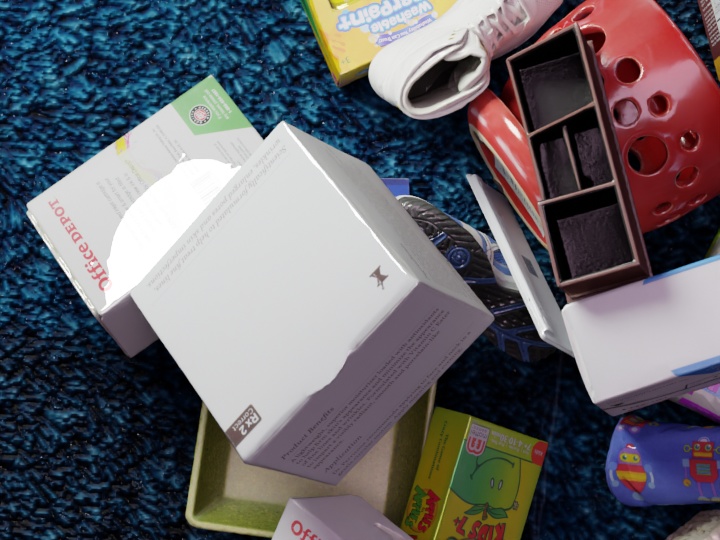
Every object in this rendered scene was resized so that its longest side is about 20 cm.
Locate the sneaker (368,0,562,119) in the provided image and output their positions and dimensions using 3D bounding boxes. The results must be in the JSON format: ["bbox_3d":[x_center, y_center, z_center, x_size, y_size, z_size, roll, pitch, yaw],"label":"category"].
[{"bbox_3d":[0.107,-0.194,1.590,0.200,0.116,0.074,-36,112,1],"label":"sneaker"}]

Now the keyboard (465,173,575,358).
[{"bbox_3d":[0.138,-0.005,1.613,0.011,0.056,0.200,-37,46,17],"label":"keyboard"}]

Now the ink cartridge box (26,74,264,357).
[{"bbox_3d":[-0.163,-0.046,1.617,0.200,0.088,0.145,-35,58,-6],"label":"ink cartridge box"}]

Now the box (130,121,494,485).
[{"bbox_3d":[-0.040,0.028,1.507,0.199,0.131,0.200,-47,57,13],"label":"box"}]

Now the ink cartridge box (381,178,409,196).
[{"bbox_3d":[0.000,0.000,1.634,0.099,0.039,0.201,-1,64,-5],"label":"ink cartridge box"}]

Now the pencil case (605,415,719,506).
[{"bbox_3d":[0.307,0.162,1.606,0.199,0.087,0.078,-3,86,33],"label":"pencil case"}]

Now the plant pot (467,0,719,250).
[{"bbox_3d":[0.203,-0.117,1.606,0.182,0.200,0.201,-33,87,-2],"label":"plant pot"}]

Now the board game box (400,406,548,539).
[{"bbox_3d":[0.085,0.228,1.621,0.101,0.048,0.201,22,83,-40],"label":"board game box"}]

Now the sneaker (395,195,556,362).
[{"bbox_3d":[0.089,0.002,1.623,0.076,0.077,0.200,-43,116,15],"label":"sneaker"}]

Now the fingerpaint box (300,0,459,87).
[{"bbox_3d":[0.039,-0.279,1.676,0.199,0.073,0.168,-22,87,-4],"label":"fingerpaint box"}]

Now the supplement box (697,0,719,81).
[{"bbox_3d":[0.396,-0.293,1.660,0.196,0.133,0.201,-13,86,-4],"label":"supplement box"}]

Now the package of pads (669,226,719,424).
[{"bbox_3d":[0.361,0.047,1.661,0.154,0.068,0.201,27,86,2],"label":"package of pads"}]

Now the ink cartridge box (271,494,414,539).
[{"bbox_3d":[-0.025,0.304,1.558,0.145,0.083,0.201,34,107,37],"label":"ink cartridge box"}]

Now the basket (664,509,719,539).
[{"bbox_3d":[0.320,0.310,1.606,0.123,0.136,0.200,-41,88,-9],"label":"basket"}]

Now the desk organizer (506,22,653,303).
[{"bbox_3d":[0.166,-0.084,1.475,0.071,0.077,0.201,-15,79,12],"label":"desk organizer"}]

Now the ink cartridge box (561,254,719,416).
[{"bbox_3d":[0.251,0.054,1.530,0.146,0.200,0.086,-19,78,9],"label":"ink cartridge box"}]

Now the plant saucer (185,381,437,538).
[{"bbox_3d":[-0.040,0.135,1.650,0.199,0.048,0.201,8,85,-2],"label":"plant saucer"}]
